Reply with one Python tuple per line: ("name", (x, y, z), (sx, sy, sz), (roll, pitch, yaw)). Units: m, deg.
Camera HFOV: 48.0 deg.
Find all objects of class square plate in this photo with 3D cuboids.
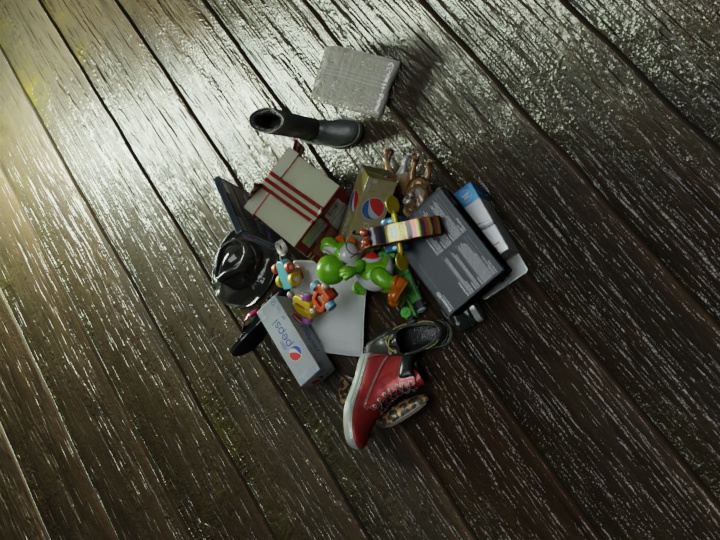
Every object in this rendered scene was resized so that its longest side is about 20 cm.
("square plate", (-0.069, 0.080, 1.765), (0.196, 0.028, 0.203), (2, 84, 28))

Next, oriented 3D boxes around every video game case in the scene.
("video game case", (-0.242, -0.120, 1.789), (0.019, 0.200, 0.144), (-32, 69, 13))

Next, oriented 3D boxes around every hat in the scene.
("hat", (-0.288, -0.013, 1.867), (0.198, 0.081, 0.204), (-4, 82, 28))

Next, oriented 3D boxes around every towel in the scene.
("towel", (-0.014, -0.421, 1.801), (0.198, 0.034, 0.134), (22, 95, 28))

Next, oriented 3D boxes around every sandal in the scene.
("sandal", (-0.229, 0.109, 1.826), (0.045, 0.075, 0.201), (38, 94, 25))

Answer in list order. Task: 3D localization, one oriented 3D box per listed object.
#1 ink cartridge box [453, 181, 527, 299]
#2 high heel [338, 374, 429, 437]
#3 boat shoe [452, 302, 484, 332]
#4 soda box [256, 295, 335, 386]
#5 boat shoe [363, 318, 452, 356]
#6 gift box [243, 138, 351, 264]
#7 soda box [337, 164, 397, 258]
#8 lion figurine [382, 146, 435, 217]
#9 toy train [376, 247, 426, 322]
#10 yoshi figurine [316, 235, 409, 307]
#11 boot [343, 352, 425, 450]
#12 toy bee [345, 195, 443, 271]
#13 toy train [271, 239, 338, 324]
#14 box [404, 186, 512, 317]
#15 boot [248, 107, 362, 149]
("ink cartridge box", (0.231, -0.057, 1.597), (0.115, 0.066, 0.202), (-35, 68, 21))
("high heel", (0.040, 0.251, 1.654), (0.199, 0.071, 0.144), (-32, 75, 31))
("boat shoe", (0.174, 0.025, 1.613), (0.060, 0.075, 0.202), (-32, 68, 15))
("soda box", (-0.139, 0.151, 1.739), (0.063, 0.068, 0.201), (-42, 67, 18))
("boat shoe", (0.087, 0.143, 1.652), (0.199, 0.060, 0.073), (-20, 74, 25))
("gift box", (-0.124, -0.148, 1.722), (0.186, 0.200, 0.185), (37, 85, 27))
("soda box", (0.008, -0.111, 1.674), (0.064, 0.067, 0.202), (-118, 42, -56))
("lion figurine", (0.093, -0.181, 1.673), (0.200, 0.071, 0.124), (-141, 61, -63))
("toy train", (0.082, 0.012, 1.687), (0.056, 0.042, 0.202), (-27, 71, 11))
("yoshi figurine", (-0.007, 0.014, 1.623), (0.198, 0.112, 0.113), (31, 124, 9))
("boot", (0.051, 0.255, 1.581), (0.142, 0.073, 0.202), (-2, 58, 29))
("toy bee", (0.050, -0.057, 1.495), (0.199, 0.108, 0.132), (-35, 78, 20))
("toy train", (-0.112, 0.026, 1.725), (0.200, 0.055, 0.151), (49, 142, 25))
("box", (0.170, -0.034, 1.539), (0.141, 0.079, 0.201), (-40, 74, 16))
("boot", (-0.115, -0.313, 1.745), (0.180, 0.199, 0.074), (-2, 83, 28))
